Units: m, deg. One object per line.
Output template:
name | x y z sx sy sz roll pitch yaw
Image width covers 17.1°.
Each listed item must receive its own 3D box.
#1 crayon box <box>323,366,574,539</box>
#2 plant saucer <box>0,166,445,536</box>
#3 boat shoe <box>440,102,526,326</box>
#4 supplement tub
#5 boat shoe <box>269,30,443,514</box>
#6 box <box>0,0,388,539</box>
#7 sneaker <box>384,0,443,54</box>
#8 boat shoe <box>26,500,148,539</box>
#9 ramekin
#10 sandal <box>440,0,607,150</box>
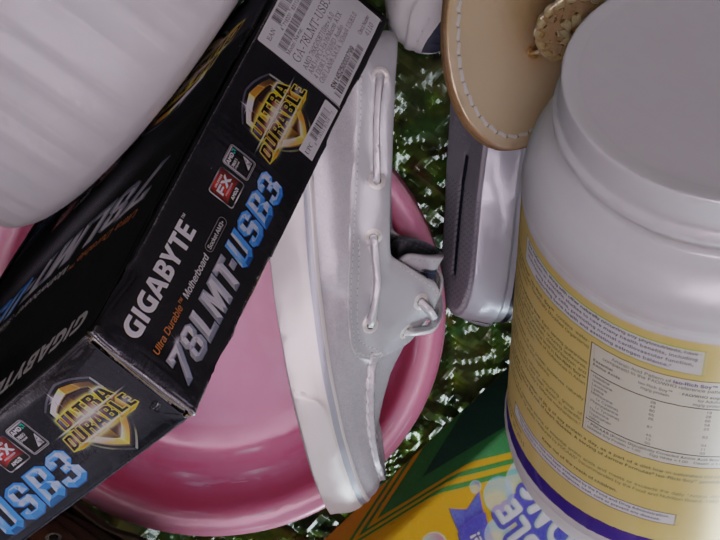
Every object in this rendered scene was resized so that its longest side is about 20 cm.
crayon box | 0.048 0.147 1.024 0.200 0.051 0.126 -41 108 -20
plant saucer | -0.064 0.013 1.026 0.199 0.051 0.202 0 109 -1
boat shoe | 0.079 -0.074 0.996 0.070 0.072 0.202 0 114 -19
supplement tub | 0.130 0.003 0.907 0.144 0.146 0.201 -1 137 -1
boat shoe | 0.000 0.000 0.965 0.068 0.072 0.202 -6 100 2
box | -0.089 0.006 0.854 0.050 0.199 0.200 39 137 -13
sneaker | -0.014 -0.187 0.942 0.128 0.080 0.201 2 109 0
boat shoe | -0.146 0.125 0.994 0.068 0.199 0.073 7 86 -39
ramekin | -0.118 -0.113 0.906 0.097 0.201 0.201 36 105 -20
sandal | 0.101 -0.146 0.906 0.077 0.070 0.213 33 77 -24
